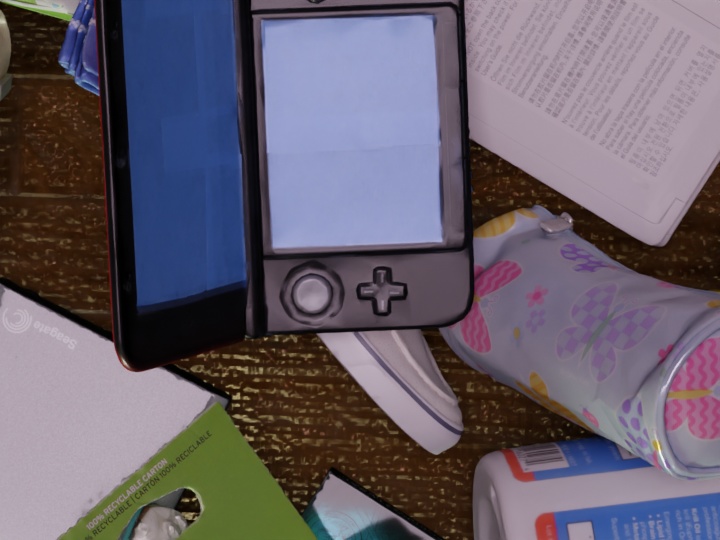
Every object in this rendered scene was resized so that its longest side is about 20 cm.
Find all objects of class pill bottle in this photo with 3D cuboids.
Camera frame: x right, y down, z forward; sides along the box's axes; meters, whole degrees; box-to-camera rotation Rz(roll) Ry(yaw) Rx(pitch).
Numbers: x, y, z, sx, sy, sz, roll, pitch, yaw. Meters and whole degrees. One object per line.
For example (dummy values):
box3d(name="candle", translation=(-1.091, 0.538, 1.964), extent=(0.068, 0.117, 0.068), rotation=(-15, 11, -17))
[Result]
box3d(name="pill bottle", translation=(0.163, 0.134, 1.378), extent=(0.200, 0.112, 0.112), rotation=(-6, 91, -8))

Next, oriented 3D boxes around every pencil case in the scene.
box3d(name="pencil case", translation=(0.121, 0.033, 1.344), extent=(0.091, 0.200, 0.083), rotation=(-50, 125, -8))

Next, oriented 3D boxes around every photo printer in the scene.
box3d(name="photo printer", translation=(0.107, -0.126, 1.377), extent=(0.200, 0.069, 0.166), rotation=(30, 120, 2))

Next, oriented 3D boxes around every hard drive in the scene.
box3d(name="hard drive", translation=(-0.173, 0.122, 1.440), extent=(0.140, 0.033, 0.200), rotation=(27, 92, 2))

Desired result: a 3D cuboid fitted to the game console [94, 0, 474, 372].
box3d(name="game console", translation=(-0.031, -0.060, 1.299), extent=(0.172, 0.119, 0.200), rotation=(-2, 99, 0))

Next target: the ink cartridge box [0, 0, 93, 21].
box3d(name="ink cartridge box", translation=(-0.155, -0.203, 1.344), extent=(0.076, 0.200, 0.148), rotation=(15, 92, 38))

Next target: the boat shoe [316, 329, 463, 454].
box3d(name="boat shoe", translation=(0.000, 0.000, 1.413), extent=(0.070, 0.071, 0.200), rotation=(-38, 83, 6))

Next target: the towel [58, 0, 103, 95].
box3d(name="towel", translation=(-0.054, -0.159, 1.364), extent=(0.145, 0.024, 0.200), rotation=(25, 81, -30))

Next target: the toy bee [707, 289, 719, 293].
box3d(name="toy bee", translation=(0.243, -0.004, 1.377), extent=(0.109, 0.131, 0.200), rotation=(27, 96, -37))

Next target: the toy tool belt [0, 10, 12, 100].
box3d(name="toy tool belt", translation=(-0.255, -0.051, 1.384), extent=(0.123, 0.125, 0.200), rotation=(17, 122, 9))

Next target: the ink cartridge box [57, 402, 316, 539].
box3d(name="ink cartridge box", translation=(-0.045, 0.180, 1.333), extent=(0.148, 0.076, 0.200), rotation=(-41, 100, -29))

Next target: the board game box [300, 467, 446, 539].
box3d(name="board game box", translation=(0.033, 0.212, 1.435), extent=(0.200, 0.028, 0.135), rotation=(32, 92, 2))

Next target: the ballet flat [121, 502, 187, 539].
box3d(name="ballet flat", translation=(-0.104, 0.214, 1.413), extent=(0.072, 0.072, 0.200), rotation=(15, 107, 2))
